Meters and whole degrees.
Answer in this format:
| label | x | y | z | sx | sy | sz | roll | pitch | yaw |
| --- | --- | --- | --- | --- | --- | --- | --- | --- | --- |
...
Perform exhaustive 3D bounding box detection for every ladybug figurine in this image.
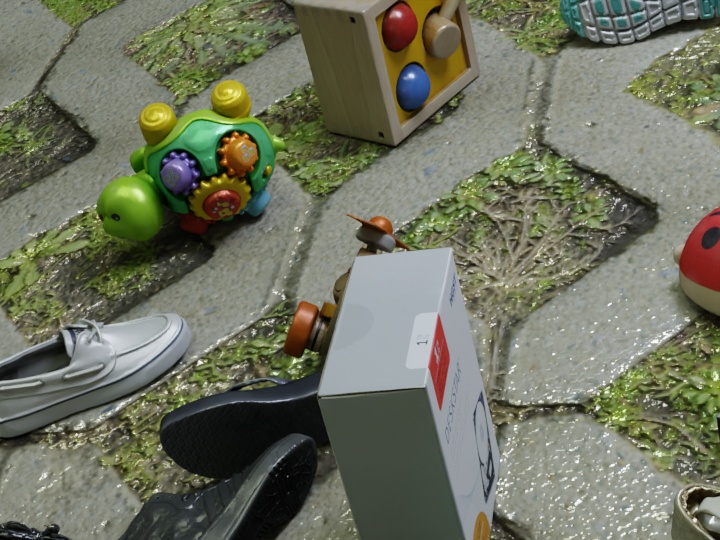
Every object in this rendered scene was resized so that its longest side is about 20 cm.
| label | x | y | z | sx | sy | sz | roll | pitch | yaw |
| --- | --- | --- | --- | --- | --- | --- | --- | --- | --- |
| ladybug figurine | 0.349 | -0.014 | 1.282 | 0.198 | 0.073 | 0.136 | 2 | 38 | 25 |

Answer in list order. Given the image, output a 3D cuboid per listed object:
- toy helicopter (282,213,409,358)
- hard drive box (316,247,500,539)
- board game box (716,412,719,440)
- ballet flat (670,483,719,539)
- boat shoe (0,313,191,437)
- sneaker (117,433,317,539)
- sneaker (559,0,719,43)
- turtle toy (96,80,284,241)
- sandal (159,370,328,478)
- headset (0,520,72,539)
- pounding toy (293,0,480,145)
| label | x | y | z | sx | sy | sz | roll | pitch | yaw |
| --- | --- | --- | --- | --- | --- | --- | --- | --- | --- |
| toy helicopter | 0.000 | 0.000 | 1.377 | 0.078 | 0.134 | 0.200 | 19 | 21 | 1 |
| hard drive box | 0.039 | 0.112 | 1.116 | 0.076 | 0.202 | 0.157 | -6 | 35 | 15 |
| board game box | 0.371 | 0.111 | 1.135 | 0.199 | 0.033 | 0.120 | 20 | 44 | 42 |
| ballet flat | 0.289 | 0.187 | 1.027 | 0.198 | 0.063 | 0.067 | 11 | 42 | 35 |
| boat shoe | -0.247 | 0.079 | 1.407 | 0.198 | 0.066 | 0.074 | -27 | 35 | -15 |
| sneaker | -0.123 | 0.189 | 1.201 | 0.103 | 0.060 | 0.200 | 13 | 48 | 31 |
| sneaker | 0.316 | -0.298 | 1.724 | 0.197 | 0.079 | 0.091 | -6 | 19 | 8 |
| turtle toy | -0.168 | -0.092 | 1.575 | 0.198 | 0.146 | 0.102 | -18 | 55 | -1 |
| sandal | -0.066 | 0.115 | 1.279 | 0.198 | 0.077 | 0.043 | -13 | 34 | -14 |
| headset | -0.254 | 0.265 | 1.096 | 0.093 | 0.124 | 0.202 | 15 | 49 | -14 |
| pounding toy | 0.056 | -0.264 | 1.666 | 0.141 | 0.186 | 0.200 | 17 | 45 | 39 |
